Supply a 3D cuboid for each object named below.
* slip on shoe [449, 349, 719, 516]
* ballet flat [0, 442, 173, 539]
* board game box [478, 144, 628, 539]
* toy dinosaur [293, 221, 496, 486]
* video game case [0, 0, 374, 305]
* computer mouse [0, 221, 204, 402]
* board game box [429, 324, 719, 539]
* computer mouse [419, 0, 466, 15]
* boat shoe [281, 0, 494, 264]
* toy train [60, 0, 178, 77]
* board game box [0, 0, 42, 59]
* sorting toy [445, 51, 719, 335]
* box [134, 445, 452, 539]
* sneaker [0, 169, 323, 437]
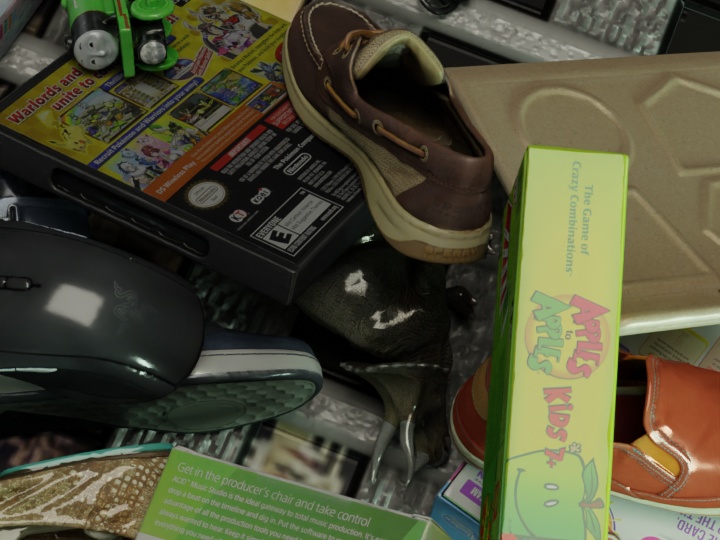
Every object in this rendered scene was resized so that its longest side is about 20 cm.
[{"bbox_3d":[0.143,0.072,1.234,0.198,0.061,0.075,6,60,-4],"label":"slip on shoe"},{"bbox_3d":[-0.177,0.124,1.216,0.198,0.071,0.066,-7,78,-6],"label":"ballet flat"},{"bbox_3d":[0.084,0.057,1.150,0.047,0.102,0.202,6,73,-1],"label":"board game box"},{"bbox_3d":[0.000,0.000,1.293,0.102,0.077,0.200,-30,73,-36],"label":"toy dinosaur"},{"bbox_3d":[-0.066,-0.072,1.294,0.180,0.026,0.200,25,37,15],"label":"video game case"},{"bbox_3d":[-0.179,0.036,1.184,0.199,0.046,0.141,15,68,4],"label":"computer mouse"},{"bbox_3d":[0.151,0.090,1.283,0.153,0.040,0.200,35,64,12],"label":"board game box"},{"bbox_3d":[-0.012,-0.236,1.417,0.199,0.046,0.141,21,61,-7],"label":"computer mouse"},{"bbox_3d":[0.017,-0.087,1.257,0.072,0.072,0.200,-1,36,-21],"label":"boat shoe"},{"bbox_3d":[-0.132,-0.162,1.343,0.056,0.042,0.201,-7,36,-7],"label":"toy train"},{"bbox_3d":[-0.296,-0.130,1.346,0.199,0.043,0.200,27,63,8],"label":"board game box"},{"bbox_3d":[0.153,-0.039,1.314,0.184,0.037,0.201,-5,46,-28],"label":"sorting toy"},{"bbox_3d":[-0.057,0.190,1.156,0.144,0.036,0.201,14,74,30],"label":"box"},{"bbox_3d":[-0.120,0.005,1.277,0.201,0.077,0.147,0,65,-5],"label":"sneaker"}]
